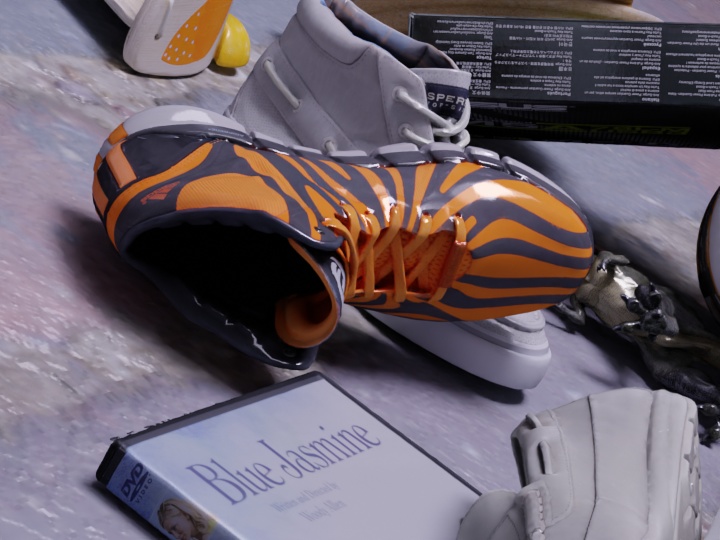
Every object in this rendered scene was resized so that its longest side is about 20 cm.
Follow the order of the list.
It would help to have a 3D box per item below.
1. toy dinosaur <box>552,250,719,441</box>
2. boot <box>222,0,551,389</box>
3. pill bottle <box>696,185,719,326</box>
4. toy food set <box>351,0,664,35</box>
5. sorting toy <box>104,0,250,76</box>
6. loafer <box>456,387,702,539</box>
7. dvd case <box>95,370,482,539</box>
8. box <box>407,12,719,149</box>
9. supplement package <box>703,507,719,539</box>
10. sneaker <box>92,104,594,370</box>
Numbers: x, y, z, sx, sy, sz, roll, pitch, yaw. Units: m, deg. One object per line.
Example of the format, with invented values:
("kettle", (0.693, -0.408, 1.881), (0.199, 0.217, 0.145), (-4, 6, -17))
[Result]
("toy dinosaur", (0.144, 0.033, 1.005), (0.200, 0.047, 0.088), (32, 12, -4))
("boot", (0.021, -0.042, 0.926), (0.200, 0.096, 0.074), (41, 21, 29))
("pill bottle", (0.223, -0.008, 1.064), (0.116, 0.116, 0.200), (32, 1, 6))
("toy food set", (0.071, -0.136, 1.186), (0.198, 0.049, 0.200), (0, -7, 29))
("sorting toy", (-0.082, -0.213, 1.082), (0.107, 0.180, 0.200), (12, 26, -43))
("loafer", (0.061, 0.095, 0.645), (0.070, 0.070, 0.200), (-3, 19, 13))
("dvd case", (0.029, 0.103, 0.683), (0.200, 0.018, 0.143), (36, 20, 17))
("box", (0.126, -0.091, 1.086), (0.200, 0.048, 0.193), (3, 0, 4))
("supplement package", (0.226, 0.112, 0.660), (0.200, 0.151, 0.152), (53, 20, 2))
("sneaker", (0.000, 0.000, 0.806), (0.200, 0.078, 0.112), (7, 24, -14))
